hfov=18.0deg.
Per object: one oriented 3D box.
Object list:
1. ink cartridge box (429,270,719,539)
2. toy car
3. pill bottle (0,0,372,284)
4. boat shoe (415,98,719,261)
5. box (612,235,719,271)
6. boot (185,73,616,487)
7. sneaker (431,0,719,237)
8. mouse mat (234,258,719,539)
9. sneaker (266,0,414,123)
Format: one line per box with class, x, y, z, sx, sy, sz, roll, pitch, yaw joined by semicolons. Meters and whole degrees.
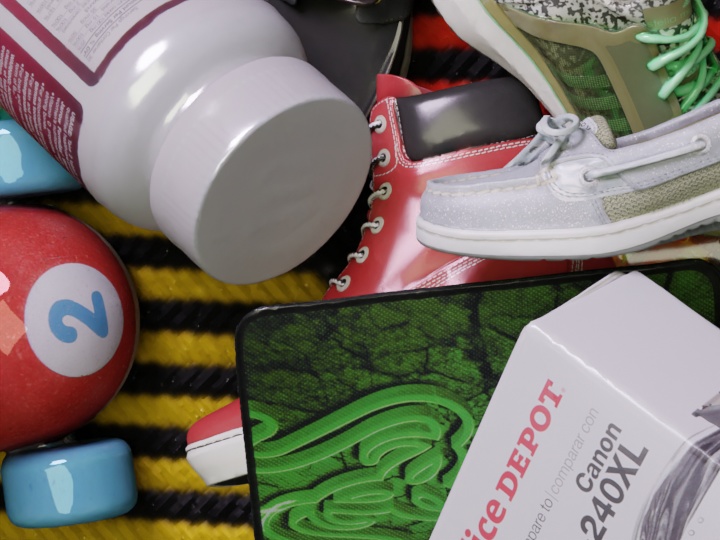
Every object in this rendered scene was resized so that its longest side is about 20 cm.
ink cartridge box;0.129;0.117;0.844;0.200;0.083;0.145;37;125;23
toy car;-0.201;0.033;0.979;0.177;0.200;0.185;-8;91;12
pill bottle;-0.091;-0.086;0.961;0.200;0.110;0.110;42;101;33
boat shoe;0.118;-0.046;0.886;0.202;0.074;0.065;-10;97;8
box;0.094;0.059;1.000;0.137;0.039;0.200;28;98;11
boot;0.000;0.000;0.970;0.200;0.072;0.144;-25;82;7
sneaker;0.114;-0.090;0.923;0.200;0.089;0.077;39;60;-9
mouse mat;0.053;0.076;0.936;0.200;0.008;0.161;-6;117;-3
sneaker;-0.015;-0.138;0.980;0.075;0.106;0.200;12;95;11
